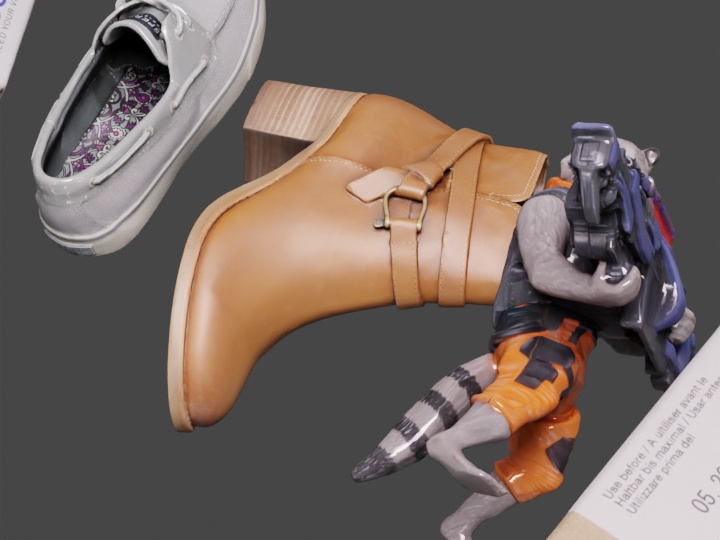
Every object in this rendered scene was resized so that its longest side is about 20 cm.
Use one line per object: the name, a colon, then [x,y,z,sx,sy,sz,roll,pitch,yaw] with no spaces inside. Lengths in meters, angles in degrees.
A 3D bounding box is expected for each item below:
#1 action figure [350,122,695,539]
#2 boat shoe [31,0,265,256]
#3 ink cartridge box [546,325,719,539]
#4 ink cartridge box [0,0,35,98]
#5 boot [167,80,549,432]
action figure: [0.075,0.013,0.716,0.104,0.201,0.195,15,62,28]
boat shoe: [-0.107,-0.103,0.865,0.069,0.072,0.202,17,61,16]
ink cartridge box: [0.128,0.103,0.623,0.075,0.166,0.200,34,52,19]
ink cartridge box: [-0.260,-0.210,0.902,0.198,0.043,0.198,25,58,-24]
boot: [0.000,0.000,0.796,0.153,0.074,0.202,15,64,9]
